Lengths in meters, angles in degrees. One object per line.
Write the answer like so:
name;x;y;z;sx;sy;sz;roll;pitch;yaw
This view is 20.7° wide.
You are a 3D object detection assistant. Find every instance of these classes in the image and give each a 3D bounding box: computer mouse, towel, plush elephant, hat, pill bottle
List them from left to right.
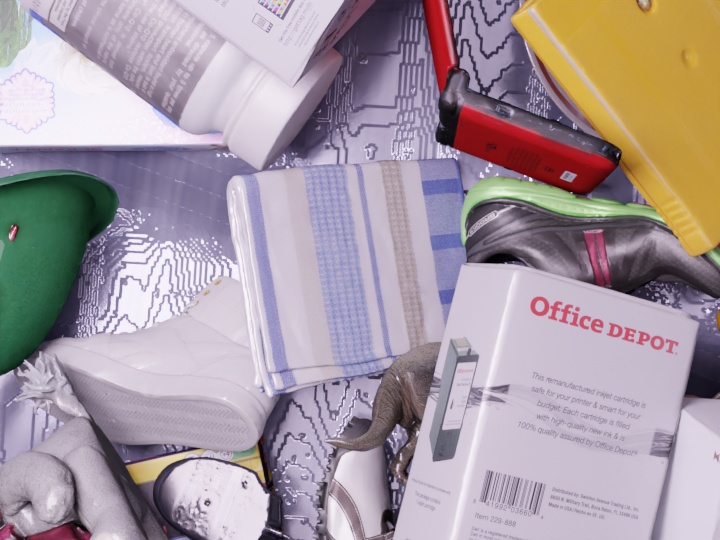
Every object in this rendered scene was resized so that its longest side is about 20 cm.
hat;-0.231;0.055;1.306;0.199;0.166;0.177;-26;70;16
plush elephant;-0.221;0.168;1.270;0.154;0.165;0.200;-32;68;-3
pill bottle;-0.118;-0.163;1.313;0.200;0.114;0.114;37;89;3
computer mouse;-0.046;0.177;1.312;0.199;0.034;0.059;23;84;12
towel;0.000;0.000;1.334;0.199;0.024;0.148;-8;87;-38

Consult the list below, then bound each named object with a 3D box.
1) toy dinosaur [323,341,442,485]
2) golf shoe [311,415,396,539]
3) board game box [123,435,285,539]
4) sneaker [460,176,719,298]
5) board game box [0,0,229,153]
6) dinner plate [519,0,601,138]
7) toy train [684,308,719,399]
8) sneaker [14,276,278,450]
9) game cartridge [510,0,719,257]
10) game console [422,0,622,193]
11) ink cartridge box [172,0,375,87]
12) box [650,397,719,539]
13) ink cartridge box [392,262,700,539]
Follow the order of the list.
toy dinosaur;0.056;0.088;1.328;0.199;0.077;0.103;-3;91;-23
golf shoe;0.015;0.202;1.342;0.094;0.078;0.201;2;85;17
board game box;-0.148;0.214;1.369;0.199;0.057;0.166;-13;86;2
sneaker;0.164;-0.007;1.353;0.199;0.077;0.084;12;86;19
board game box;-0.162;-0.184;1.393;0.199;0.041;0.201;-1;88;2
dinner plate;0.199;-0.178;1.367;0.199;0.024;0.202;1;86;-19
toy train;0.263;0.040;1.357;0.199;0.085;0.116;-15;71;9
sneaker;-0.134;0.058;1.368;0.199;0.074;0.116;8;46;26
game cartridge;0.209;-0.136;1.314;0.200;0.032;0.176;52;54;-10
game console;0.100;-0.138;1.302;0.171;0.200;0.119;20;88;3
ink cartridge box;-0.059;-0.235;1.273;0.175;0.200;0.084;35;126;1
box;0.296;0.161;1.291;0.199;0.097;0.125;5;104;-18
ink cartridge box;0.119;0.108;1.269;0.145;0.084;0.201;16;86;-23
